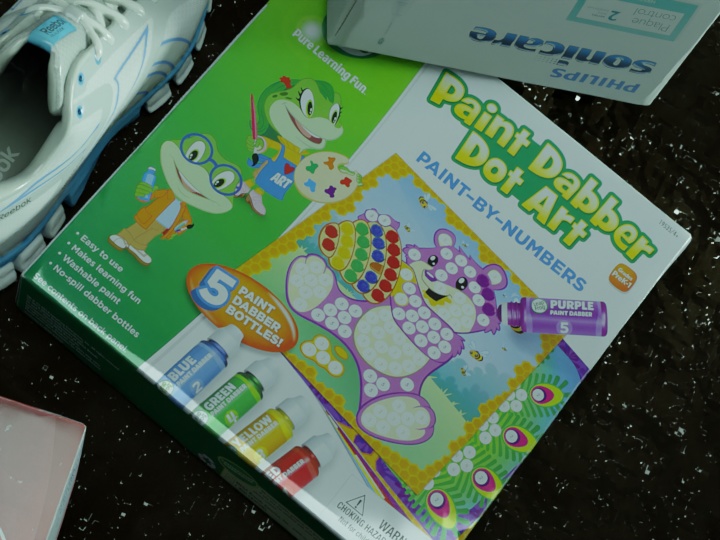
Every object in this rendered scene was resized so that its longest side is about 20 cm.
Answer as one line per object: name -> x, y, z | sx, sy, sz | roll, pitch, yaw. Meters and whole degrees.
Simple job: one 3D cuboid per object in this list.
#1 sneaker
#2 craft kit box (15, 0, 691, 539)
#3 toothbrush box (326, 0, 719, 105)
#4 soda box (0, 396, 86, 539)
sneaker -> -0.113, -0.084, 0.805 | 0.075, 0.087, 0.201 | 28, 67, 0
craft kit box -> 0.000, 0.000, 0.824 | 0.200, 0.049, 0.198 | 38, 66, 2
toothbrush box -> 0.066, -0.183, 0.852 | 0.145, 0.085, 0.201 | 10, 60, -15
soda box -> -0.161, 0.143, 0.730 | 0.070, 0.063, 0.201 | 19, 70, -4
